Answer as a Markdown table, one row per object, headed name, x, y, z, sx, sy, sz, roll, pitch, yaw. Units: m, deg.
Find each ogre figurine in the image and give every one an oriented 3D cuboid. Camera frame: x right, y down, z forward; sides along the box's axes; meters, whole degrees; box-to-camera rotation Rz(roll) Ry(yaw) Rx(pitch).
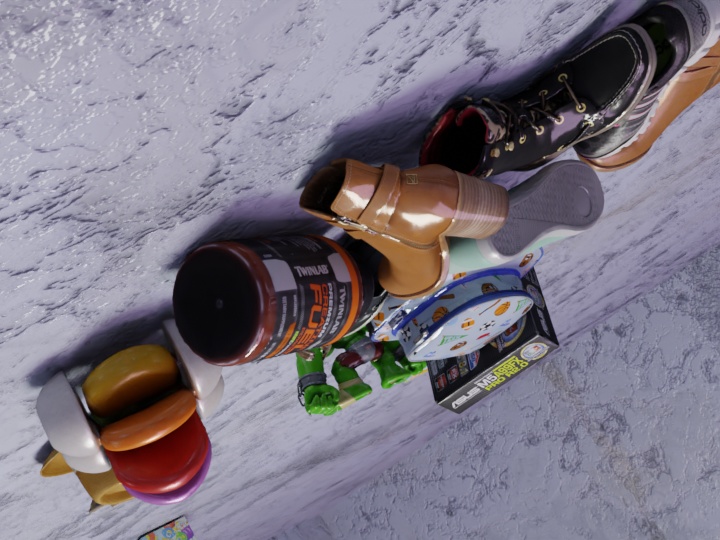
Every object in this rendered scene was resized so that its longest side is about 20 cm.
| name | x | y | z | sx | sy | sz | roll | pitch | yaw |
| --- | --- | --- | --- | --- | --- | --- | --- | --- | --- |
| ogre figurine | -0.009 | 0.094 | 1.303 | 0.199 | 0.121 | 0.098 | -22 | 167 | -26 |

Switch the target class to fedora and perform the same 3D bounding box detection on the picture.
| name | x | y | z | sx | sy | sz | roll | pitch | yaw |
| --- | --- | --- | --- | --- | --- | --- | --- | --- | --- |
| fedora | -0.268 | 0.215 | 1.262 | 0.200 | 0.082 | 0.201 | -29 | 166 | -8 |

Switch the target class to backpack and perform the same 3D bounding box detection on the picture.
| name | x | y | z | sx | sy | sz | roll | pitch | yaw |
| --- | --- | --- | --- | --- | --- | --- | --- | --- | --- |
| backpack | 0.101 | 0.002 | 1.185 | 0.199 | 0.154 | 0.191 | -8 | 144 | -51 |

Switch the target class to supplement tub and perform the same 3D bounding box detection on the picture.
| name | x | y | z | sx | sy | sz | roll | pitch | yaw |
| --- | --- | --- | --- | --- | --- | --- | --- | --- | --- |
| supplement tub | -0.068 | 0.022 | 0.977 | 0.107 | 0.107 | 0.199 | -39 | 164 | 29 |

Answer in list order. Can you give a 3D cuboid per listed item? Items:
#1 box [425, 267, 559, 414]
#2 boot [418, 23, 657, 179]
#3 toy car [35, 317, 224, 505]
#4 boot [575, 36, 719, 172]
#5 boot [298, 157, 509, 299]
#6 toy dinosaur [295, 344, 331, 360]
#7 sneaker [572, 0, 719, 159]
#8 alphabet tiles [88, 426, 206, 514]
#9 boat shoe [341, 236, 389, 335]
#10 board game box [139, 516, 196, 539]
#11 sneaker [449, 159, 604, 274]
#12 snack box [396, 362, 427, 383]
| name | x | y | z | sx | sy | sz | roll | pitch | yaw |
| --- | --- | --- | --- | --- | --- | --- | --- | --- | --- |
| box | 0.141 | 0.047 | 1.303 | 0.044 | 0.201 | 0.160 | 27 | 128 | -36 |
| boot | 0.152 | -0.138 | 0.955 | 0.150 | 0.074 | 0.200 | -18 | 169 | -41 |
| toy car | -0.202 | 0.150 | 1.046 | 0.174 | 0.151 | 0.200 | -27 | 165 | -15 |
| boot | 0.305 | -0.192 | 1.087 | 0.200 | 0.074 | 0.155 | -40 | 169 | -14 |
| boot | 0.017 | -0.035 | 0.948 | 0.154 | 0.077 | 0.200 | 9 | 161 | -23 |
| toy dinosaur | -0.077 | 0.050 | 1.110 | 0.200 | 0.100 | 0.059 | -25 | 131 | -74 |
| sneaker | 0.248 | -0.179 | 1.012 | 0.087 | 0.074 | 0.200 | -17 | 155 | -43 |
| alphabet tiles | -0.272 | 0.256 | 1.404 | 0.166 | 0.006 | 0.200 | -30 | -174 | -8 |
| boat shoe | 0.002 | 0.002 | 1.101 | 0.199 | 0.075 | 0.066 | -44 | 166 | 32 |
| board game box | -0.401 | 0.590 | 2.194 | 0.102 | 0.105 | 0.200 | -21 | 164 | -34 |
| sneaker | 0.146 | -0.053 | 1.063 | 0.200 | 0.074 | 0.118 | -23 | -173 | -39 |
| snack box | 0.143 | 0.084 | 1.676 | 0.168 | 0.068 | 0.200 | -25 | 163 | -22 |
